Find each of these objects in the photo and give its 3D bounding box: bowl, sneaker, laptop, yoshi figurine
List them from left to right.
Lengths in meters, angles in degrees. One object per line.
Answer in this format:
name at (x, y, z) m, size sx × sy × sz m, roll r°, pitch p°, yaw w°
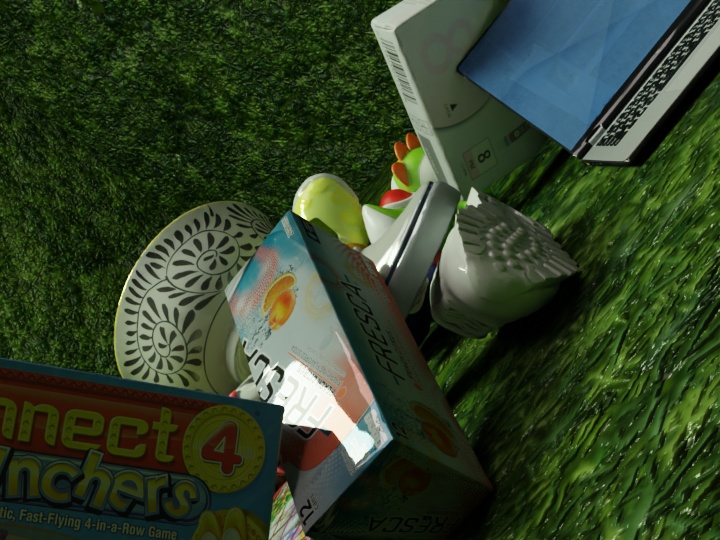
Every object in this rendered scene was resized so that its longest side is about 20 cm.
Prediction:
bowl at (-0.108, 0.048, 1.058) m, size 0.200 × 0.094 × 0.202 m, roll -26°, pitch -53°, yaw -39°
sneaker at (-0.022, 0.018, 0.997) m, size 0.076 × 0.075 × 0.201 m, roll 83°, pitch -177°, yaw -87°
sneaker at (-0.012, 0.023, 0.730) m, size 0.201 × 0.071 × 0.073 m, roll -58°, pitch 1°, yaw 19°
yoshi figurine at (0.070, -0.035, 1.034) m, size 0.112 × 0.112 × 0.201 m, roll 76°, pitch -159°, yaw -44°
sneaker at (0.075, 0.008, 0.714) m, size 0.081 × 0.076 × 0.200 m, roll -59°, pitch -3°, yaw 11°
laptop at (0.176, -0.178, 0.811) m, size 0.188 × 0.116 × 0.200 m, roll -51°, pitch 5°, yaw 4°

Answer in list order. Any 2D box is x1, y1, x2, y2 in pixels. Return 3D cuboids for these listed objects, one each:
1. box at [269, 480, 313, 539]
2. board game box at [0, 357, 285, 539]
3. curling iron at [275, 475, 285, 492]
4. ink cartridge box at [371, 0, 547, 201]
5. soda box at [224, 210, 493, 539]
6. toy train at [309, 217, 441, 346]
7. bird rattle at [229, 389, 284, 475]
box at (-0.039, 0.168, 0.695) m, size 0.137 × 0.039 × 0.200 m, roll -48°, pitch 6°, yaw 25°
board game box at (-0.143, 0.141, 0.510) m, size 0.056 × 0.199 × 0.197 m, roll 143°, pitch 135°, yaw -65°
curling iron at (-0.073, 0.171, 1.051) m, size 0.050 × 0.026 × 0.200 m, roll -47°, pitch 6°, yaw 16°
ink cartridge box at (0.122, -0.175, 0.956) m, size 0.199 × 0.163 × 0.057 m, roll -32°, pitch 32°, yaw -9°
soda box at (-0.008, 0.055, 0.604) m, size 0.064 × 0.068 × 0.200 m, roll -49°, pitch 33°, yaw 15°
toy train at (0.000, 0.000, 0.856) m, size 0.085 × 0.115 × 0.200 m, roll -53°, pitch -14°, yaw -20°
bird rattle at (-0.116, 0.168, 0.942) m, size 0.113 × 0.199 × 0.164 m, roll 46°, pitch -134°, yaw -67°
